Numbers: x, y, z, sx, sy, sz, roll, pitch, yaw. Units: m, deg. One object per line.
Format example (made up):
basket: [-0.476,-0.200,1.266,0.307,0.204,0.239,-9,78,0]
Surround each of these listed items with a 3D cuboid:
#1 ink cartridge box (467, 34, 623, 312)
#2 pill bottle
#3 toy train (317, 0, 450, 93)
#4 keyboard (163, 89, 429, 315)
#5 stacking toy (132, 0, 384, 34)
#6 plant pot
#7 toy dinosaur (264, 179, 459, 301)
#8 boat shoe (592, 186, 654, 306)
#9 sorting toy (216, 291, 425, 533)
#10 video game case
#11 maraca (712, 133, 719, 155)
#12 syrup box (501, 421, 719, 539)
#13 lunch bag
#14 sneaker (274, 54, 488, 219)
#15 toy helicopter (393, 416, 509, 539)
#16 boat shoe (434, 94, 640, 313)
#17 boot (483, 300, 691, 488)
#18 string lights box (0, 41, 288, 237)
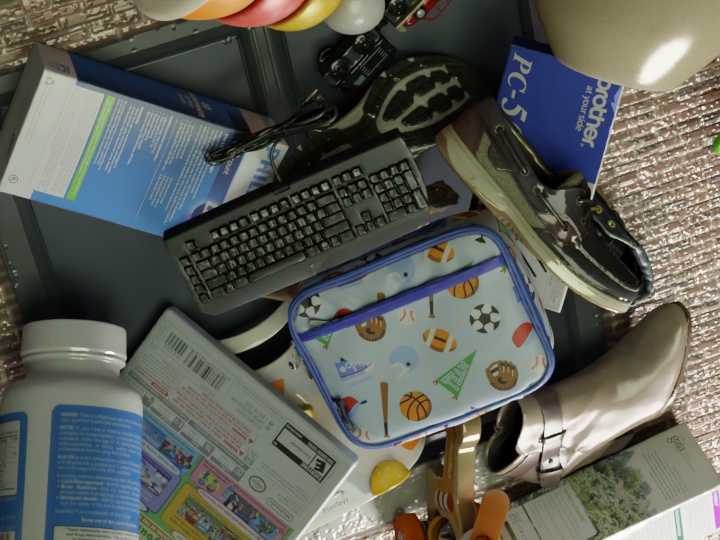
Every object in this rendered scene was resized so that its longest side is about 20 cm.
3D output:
ink cartridge box: [0.140,-0.075,1.392,0.094,0.044,0.201,16,109,5]
pill bottle: [-0.224,0.143,1.362,0.112,0.112,0.201,6,76,-22]
toy train: [0.047,-0.213,1.352,0.200,0.034,0.046,-46,125,10]
keyboard: [-0.055,-0.054,1.314,0.199,0.021,0.128,-24,103,10]
stacking toy: [-0.058,-0.217,1.266,0.200,0.146,0.146,23,109,-40]
plant pot: [0.205,-0.211,1.302,0.199,0.200,0.135,7,111,-22]
toy dinosaur: [0.000,0.000,1.453,0.200,0.060,0.106,-33,97,-2]
boat shoe: [0.171,-0.052,1.449,0.071,0.091,0.200,-45,122,9]
sorting toy: [-0.062,0.118,1.478,0.199,0.107,0.181,-27,104,-3]
video game case: [-0.130,0.161,1.440,0.200,0.022,0.182,38,104,6]
maraca: [0.375,-0.100,1.483,0.137,0.107,0.200,-48,122,1]
syrup box: [0.234,0.228,1.623,0.199,0.079,0.082,-24,139,-6]
lunch bag: [0.043,0.044,1.383,0.199,0.076,0.161,-21,107,14]
sneaker: [0.013,-0.100,1.394,0.200,0.089,0.077,-34,82,-17]
toy helicopter: [0.087,0.201,1.536,0.078,0.132,0.201,-7,120,-15]
boat shoe: [0.145,-0.051,1.338,0.200,0.072,0.065,43,109,-4]
boot: [0.195,0.113,1.551,0.146,0.070,0.201,-4,130,-32]
string lights box: [-0.167,-0.089,1.332,0.199,0.059,0.103,16,111,-26]
